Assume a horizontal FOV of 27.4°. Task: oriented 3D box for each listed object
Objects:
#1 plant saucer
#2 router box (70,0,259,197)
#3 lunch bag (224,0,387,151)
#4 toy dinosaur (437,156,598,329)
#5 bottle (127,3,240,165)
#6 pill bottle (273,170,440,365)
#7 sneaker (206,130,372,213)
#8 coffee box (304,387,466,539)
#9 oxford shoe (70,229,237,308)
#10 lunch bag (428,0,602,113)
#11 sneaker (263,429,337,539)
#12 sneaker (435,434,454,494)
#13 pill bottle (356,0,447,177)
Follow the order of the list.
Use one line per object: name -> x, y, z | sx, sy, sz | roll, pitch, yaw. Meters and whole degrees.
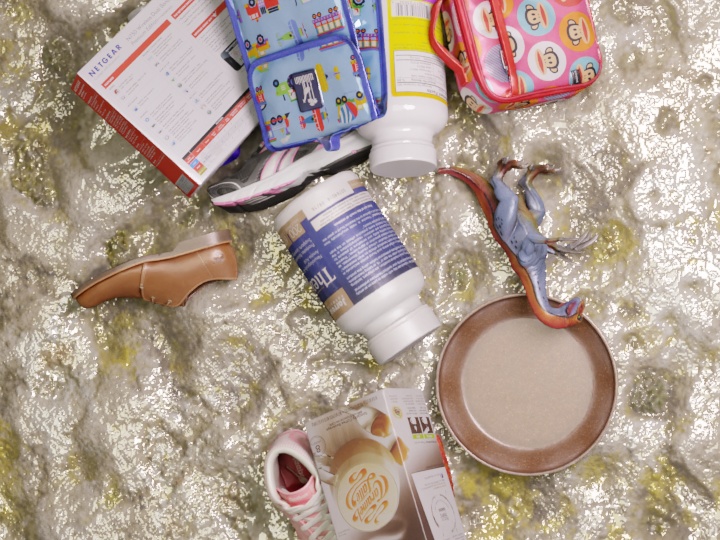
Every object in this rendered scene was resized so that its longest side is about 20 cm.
plant saucer -> 0.184, 0.125, 1.632 | 0.200, 0.037, 0.201 | 0, 89, 11
router box -> -0.186, -0.214, 1.633 | 0.179, 0.049, 0.200 | 43, 66, -5
lunch bag -> -0.048, -0.224, 1.577 | 0.150, 0.094, 0.201 | -13, 85, 32
toy dinosaur -> 0.186, -0.027, 1.613 | 0.200, 0.105, 0.182 | -2, 83, 43
bottle -> -0.208, -0.209, 1.692 | 0.083, 0.065, 0.200 | -24, 85, 2
pill bottle -> 0.000, 0.000, 1.628 | 0.111, 0.111, 0.200 | -34, 84, 8
sneaker -> -0.084, -0.133, 1.671 | 0.200, 0.080, 0.087 | -24, 80, -3
coffee box -> 0.030, 0.239, 1.581 | 0.114, 0.080, 0.200 | -27, 72, 30
oxford shoe -> -0.236, 0.015, 1.693 | 0.199, 0.071, 0.071 | -17, 91, 8
lunch bag -> 0.156, -0.273, 1.592 | 0.176, 0.082, 0.201 | -13, 85, -17
sneaker -> -0.049, 0.274, 1.637 | 0.075, 0.105, 0.201 | -28, 86, 6
sneaker -> 0.067, 0.280, 1.630 | 0.077, 0.073, 0.201 | 2, 89, 7
pill bottle -> 0.042, -0.207, 1.613 | 0.104, 0.104, 0.201 | -4, 78, 10
